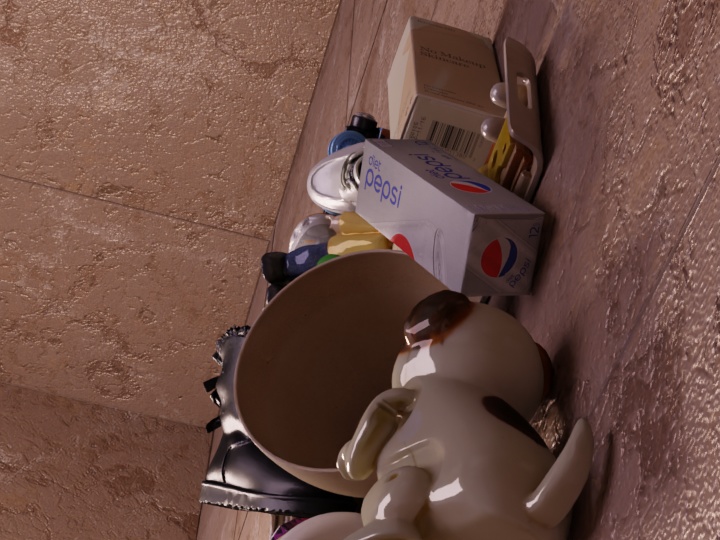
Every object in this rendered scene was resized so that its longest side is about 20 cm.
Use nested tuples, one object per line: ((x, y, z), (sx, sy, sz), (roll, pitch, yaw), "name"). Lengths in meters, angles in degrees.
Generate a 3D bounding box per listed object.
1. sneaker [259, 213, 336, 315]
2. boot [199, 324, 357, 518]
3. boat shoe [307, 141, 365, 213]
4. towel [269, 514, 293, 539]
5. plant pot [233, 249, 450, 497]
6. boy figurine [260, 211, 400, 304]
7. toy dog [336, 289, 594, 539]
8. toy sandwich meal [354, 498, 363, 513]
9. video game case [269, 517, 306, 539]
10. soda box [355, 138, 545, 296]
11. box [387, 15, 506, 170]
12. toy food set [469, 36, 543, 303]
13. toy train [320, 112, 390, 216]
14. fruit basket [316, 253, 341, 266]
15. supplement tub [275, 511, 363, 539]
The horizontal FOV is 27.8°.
((-0.063, 0.042, 1.577), (0.092, 0.075, 0.201), (-106, 28, -66), "sneaker")
((-0.070, 0.133, 1.280), (0.198, 0.073, 0.163), (-3, 74, 49), "boot")
((0.013, -0.100, 1.455), (0.199, 0.067, 0.074), (-7, 79, 39), "boat shoe")
((-0.059, 0.259, 1.666), (0.133, 0.034, 0.201), (50, -132, -60), "towel")
((0.015, 0.103, 1.171), (0.135, 0.199, 0.201), (59, -149, -48), "plant pot")
((0.000, 0.000, 1.460), (0.064, 0.199, 0.125), (4, -103, -58), "boy figurine")
((0.063, 0.106, 0.927), (0.194, 0.139, 0.200), (-53, 21, 38), "toy dog")
((-0.049, 0.175, 1.466), (0.070, 0.205, 0.206), (-20, 41, 25), "toy sandwich meal")
((-0.087, 0.321, 1.460), (0.182, 0.036, 0.200), (-56, -13, 8), "video game case")
((0.065, -0.045, 1.151), (0.200, 0.063, 0.069), (-138, 52, -57), "soda box")
((0.080, -0.164, 1.396), (0.200, 0.095, 0.078), (-93, 19, -59), "box")
((0.099, -0.077, 1.231), (0.144, 0.060, 0.200), (-86, 12, -51), "toy food set")
((0.006, -0.079, 1.694), (0.087, 0.114, 0.201), (-135, 59, -85), "toy train")
((0.002, 0.095, 1.381), (0.216, 0.155, 0.216), (-39, 44, 51), "fruit basket")
((-0.028, 0.283, 1.215), (0.200, 0.144, 0.145), (128, 155, -70), "supplement tub")
